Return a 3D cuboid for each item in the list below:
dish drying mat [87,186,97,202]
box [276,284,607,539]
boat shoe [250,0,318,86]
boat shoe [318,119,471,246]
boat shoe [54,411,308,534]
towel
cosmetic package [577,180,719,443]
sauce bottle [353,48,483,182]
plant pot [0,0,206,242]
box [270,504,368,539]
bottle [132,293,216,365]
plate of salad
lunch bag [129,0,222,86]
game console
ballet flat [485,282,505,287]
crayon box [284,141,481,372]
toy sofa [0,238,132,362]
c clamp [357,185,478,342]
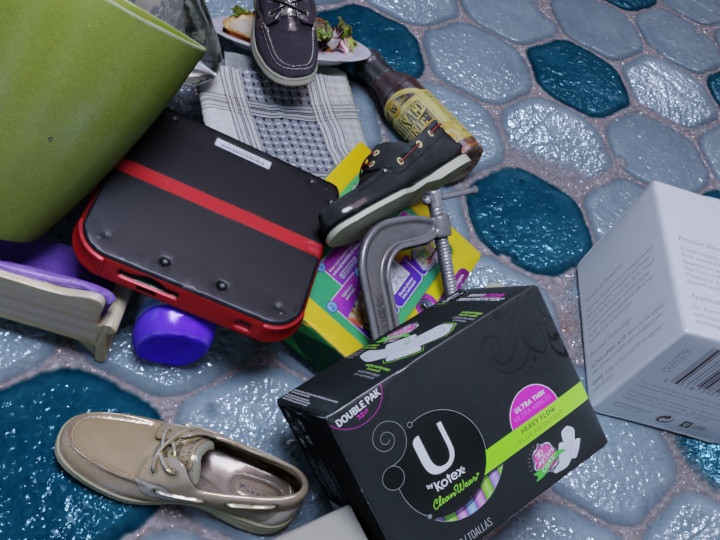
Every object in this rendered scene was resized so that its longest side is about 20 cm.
[{"bbox_3d":[-0.247,-0.121,0.811,0.077,0.018,0.200,35,32,-51],"label":"dish drying mat"},{"bbox_3d":[0.064,0.120,0.651,0.200,0.124,0.149,-30,99,-21],"label":"box"},{"bbox_3d":[-0.084,-0.286,0.889,0.072,0.065,0.200,0,55,-11],"label":"boat shoe"},{"bbox_3d":[0.025,-0.083,0.760,0.063,0.074,0.201,52,49,3],"label":"boat shoe"},{"bbox_3d":[-0.138,0.150,0.641,0.200,0.065,0.072,21,49,-7],"label":"boat shoe"},{"bbox_3d":[-0.080,-0.164,0.887,0.192,0.035,0.200,-1,54,-24],"label":"towel"},{"bbox_3d":[0.348,0.046,0.865,0.165,0.165,0.200,17,50,-11],"label":"cosmetic package"},{"bbox_3d":[0.065,-0.194,1.000,0.066,0.066,0.200,-25,62,-36],"label":"sauce bottle"},{"bbox_3d":[-0.248,-0.129,0.626,0.187,0.200,0.187,29,10,-6],"label":"plant pot"},{"bbox_3d":[-0.085,0.250,0.569,0.200,0.095,0.078,-17,63,-31],"label":"box"},{"bbox_3d":[-0.160,-0.019,0.735,0.065,0.084,0.200,15,59,-26],"label":"bottle"},{"bbox_3d":[-0.083,-0.291,0.982,0.200,0.048,0.200,10,25,-5],"label":"plate of salad"},{"bbox_3d":[-0.251,-0.261,0.814,0.164,0.118,0.200,19,-6,37],"label":"lunch bag"},{"bbox_3d":[-0.125,-0.043,0.699,0.200,0.031,0.177,24,52,-13],"label":"game console"},{"bbox_3d":[0.141,0.079,0.818,0.067,0.062,0.200,31,48,-9],"label":"ballet flat"},{"bbox_3d":[0.000,0.000,0.788,0.173,0.058,0.200,42,55,-4],"label":"crayon box"},{"bbox_3d":[-0.290,-0.005,0.677,0.200,0.098,0.083,17,50,-9],"label":"toy sofa"},{"bbox_3d":[0.069,0.022,0.750,0.171,0.027,0.200,-7,91,-42],"label":"c clamp"}]
